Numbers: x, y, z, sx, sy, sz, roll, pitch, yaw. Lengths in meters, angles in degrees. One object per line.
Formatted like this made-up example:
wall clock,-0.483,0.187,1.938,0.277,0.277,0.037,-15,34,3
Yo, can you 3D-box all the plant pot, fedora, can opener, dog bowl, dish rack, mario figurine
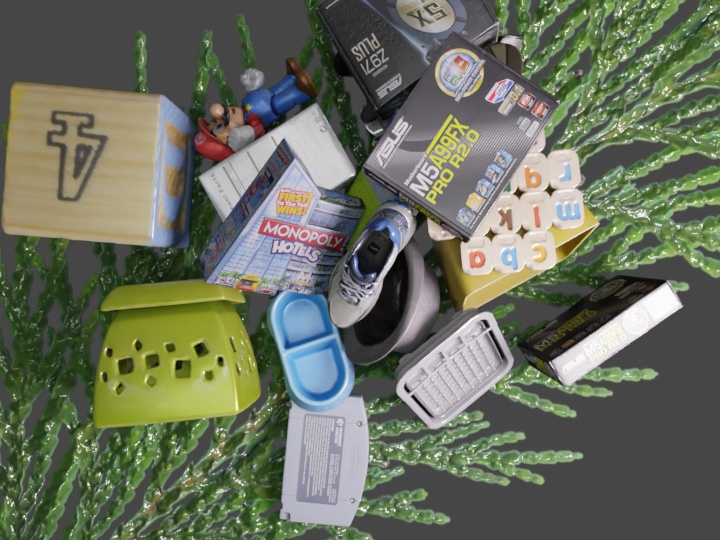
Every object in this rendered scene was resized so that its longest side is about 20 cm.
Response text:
plant pot,-0.255,0.109,0.914,0.196,0.199,0.185,-4,86,-1
fedora,0.056,0.050,0.944,0.089,0.176,0.203,22,56,-31
plant pot,0.189,-0.069,0.926,0.198,0.200,0.178,-29,77,-1
can opener,0.090,-0.270,0.973,0.198,0.067,0.054,-29,93,0
dog bowl,-0.076,0.113,0.969,0.110,0.050,0.203,-17,82,-6
dish rack,0.135,0.141,0.945,0.171,0.200,0.044,-40,49,-1
mario figurine,-0.165,-0.242,0.942,0.199,0.123,0.107,-37,97,0

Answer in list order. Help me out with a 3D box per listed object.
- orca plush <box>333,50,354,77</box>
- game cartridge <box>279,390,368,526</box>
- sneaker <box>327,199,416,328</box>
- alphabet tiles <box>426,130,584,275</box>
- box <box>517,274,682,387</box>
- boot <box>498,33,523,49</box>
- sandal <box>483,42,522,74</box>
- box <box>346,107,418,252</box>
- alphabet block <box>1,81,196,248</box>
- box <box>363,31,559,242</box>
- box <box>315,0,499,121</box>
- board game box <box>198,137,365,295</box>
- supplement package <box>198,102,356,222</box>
orca plush,0.054,-0.349,0.968,0.196,0.071,0.107,-8,92,-1
game cartridge,-0.053,0.290,1.000,0.130,0.042,0.204,6,91,-6
sneaker,0.000,0.000,0.857,0.076,0.085,0.202,29,116,5
alphabet tiles,0.180,-0.096,0.816,0.196,0.015,0.200,-5,84,3
box,0.343,0.082,0.942,0.198,0.160,0.045,-34,94,0
boot,0.155,-0.270,0.954,0.197,0.068,0.133,-21,117,-8
sandal,0.168,-0.201,0.858,0.080,0.055,0.204,10,83,6
box,0.037,-0.111,0.914,0.047,0.123,0.201,14,121,-33
alphabet block,-0.355,-0.138,0.904,0.196,0.195,0.201,5,89,-1
box,0.122,-0.162,0.788,0.159,0.044,0.202,35,87,5
box,0.065,-0.337,0.884,0.198,0.086,0.165,-32,87,10
board game box,-0.089,-0.063,0.865,0.197,0.062,0.202,11,121,-32
supplement package,-0.117,-0.134,0.946,0.198,0.117,0.119,-31,94,0
